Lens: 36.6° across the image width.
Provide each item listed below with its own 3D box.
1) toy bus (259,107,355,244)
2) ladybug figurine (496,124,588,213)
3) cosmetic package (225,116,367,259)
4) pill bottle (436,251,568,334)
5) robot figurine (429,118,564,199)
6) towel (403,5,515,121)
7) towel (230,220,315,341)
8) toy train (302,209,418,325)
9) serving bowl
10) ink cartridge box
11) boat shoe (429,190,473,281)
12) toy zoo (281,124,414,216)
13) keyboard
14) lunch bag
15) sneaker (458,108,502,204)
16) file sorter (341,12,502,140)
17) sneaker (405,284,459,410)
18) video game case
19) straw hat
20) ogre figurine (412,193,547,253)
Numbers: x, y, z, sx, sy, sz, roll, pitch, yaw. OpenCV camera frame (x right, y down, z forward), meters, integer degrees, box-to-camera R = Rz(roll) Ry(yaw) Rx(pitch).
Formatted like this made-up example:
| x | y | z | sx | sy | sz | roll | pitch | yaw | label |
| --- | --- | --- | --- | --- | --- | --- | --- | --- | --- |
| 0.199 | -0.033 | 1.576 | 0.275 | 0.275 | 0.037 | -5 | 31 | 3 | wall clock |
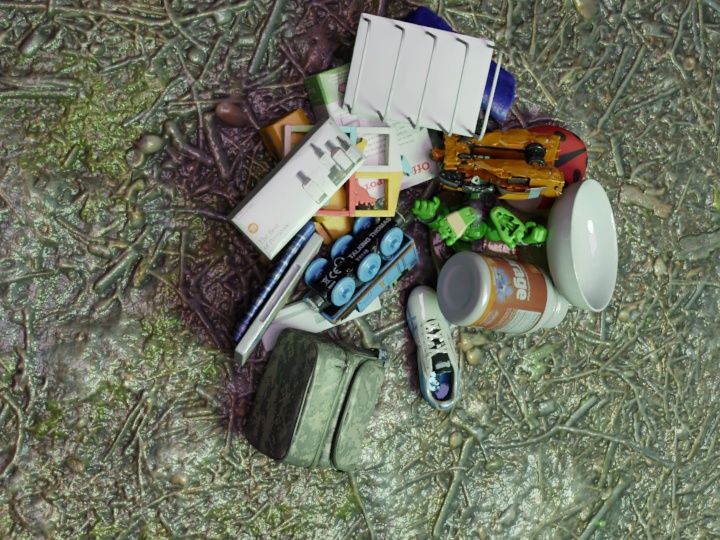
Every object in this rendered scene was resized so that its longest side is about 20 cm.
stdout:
| x | y | z | sx | sy | sz | roll | pitch | yaw | label |
| --- | --- | --- | --- | --- | --- | --- | --- | --- | --- |
| -0.074 | -0.138 | 1.621 | 0.065 | 0.078 | 0.201 | -32 | 104 | -15 | toy bus |
| 0.298 | -0.168 | 1.737 | 0.199 | 0.072 | 0.137 | -30 | 97 | -36 | ladybug figurine |
| -0.089 | -0.116 | 1.529 | 0.083 | 0.051 | 0.200 | 44 | 83 | -15 | cosmetic package |
| 0.222 | 0.037 | 1.665 | 0.198 | 0.112 | 0.114 | 8 | 91 | -37 | pill bottle |
| 0.201 | -0.160 | 1.628 | 0.198 | 0.058 | 0.146 | 4 | 52 | 0 | robot figurine |
| 0.150 | -0.318 | 1.650 | 0.199 | 0.148 | 0.050 | 33 | 116 | -12 | towel |
| -0.126 | 0.018 | 1.580 | 0.024 | 0.145 | 0.201 | 33 | 84 | -5 | towel |
| 0.000 | 0.000 | 1.635 | 0.200 | 0.086 | 0.115 | -46 | 146 | -16 | toy train |
| 0.332 | -0.038 | 1.673 | 0.199 | 0.065 | 0.203 | 7 | 82 | -58 | serving bowl |
| 0.017 | -0.217 | 1.646 | 0.144 | 0.084 | 0.202 | -21 | 101 | -17 | ink cartridge box |
| 0.146 | -0.024 | 1.730 | 0.072 | 0.063 | 0.203 | -11 | 91 | -8 | boat shoe |
| -0.017 | -0.144 | 1.585 | 0.198 | 0.020 | 0.133 | 0 | 96 | -17 | toy zoo |
| -0.063 | 0.065 | 1.680 | 0.198 | 0.011 | 0.057 | -20 | 106 | -18 | keyboard |
| -0.054 | 0.196 | 1.631 | 0.167 | 0.139 | 0.202 | 19 | 88 | -37 | lunch bag |
| 0.188 | -0.196 | 1.721 | 0.090 | 0.066 | 0.202 | -13 | 96 | -16 | sneaker |
| 0.087 | -0.267 | 1.523 | 0.198 | 0.125 | 0.140 | 10 | 104 | -7 | file sorter |
| 0.119 | 0.121 | 1.718 | 0.071 | 0.072 | 0.202 | -13 | 97 | -17 | sneaker |
| -0.120 | 0.044 | 1.577 | 0.018 | 0.143 | 0.201 | 34 | 77 | 0 | video game case |
| 0.299 | -0.037 | 1.764 | 0.199 | 0.085 | 0.204 | -2 | 95 | -21 | straw hat |
| 0.171 | -0.073 | 1.642 | 0.198 | 0.120 | 0.099 | -9 | 94 | -7 | ogre figurine |
